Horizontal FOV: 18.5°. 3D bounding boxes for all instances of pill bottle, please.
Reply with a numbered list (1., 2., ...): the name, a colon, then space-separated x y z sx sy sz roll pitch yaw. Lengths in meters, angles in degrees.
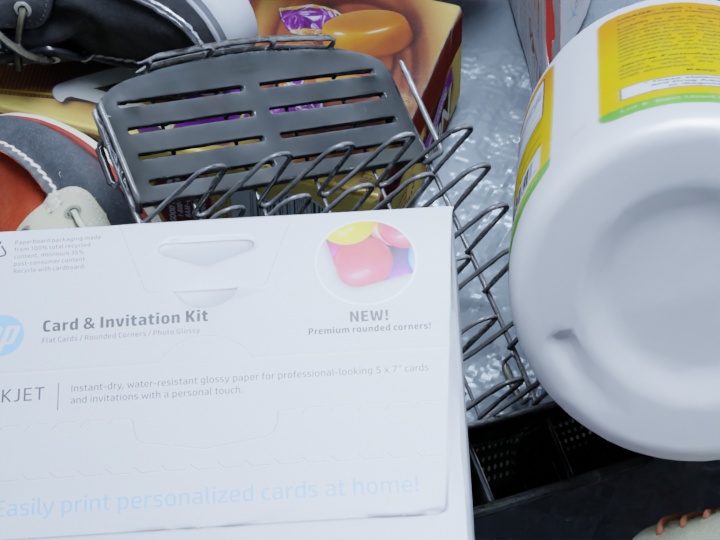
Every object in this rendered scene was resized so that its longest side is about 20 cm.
1. pill bottle: 0.107 -0.027 0.733 0.111 0.111 0.200 5 21 4

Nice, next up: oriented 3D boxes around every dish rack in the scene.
1. dish rack: 0.000 0.000 0.768 0.153 0.055 0.200 -11 69 -39

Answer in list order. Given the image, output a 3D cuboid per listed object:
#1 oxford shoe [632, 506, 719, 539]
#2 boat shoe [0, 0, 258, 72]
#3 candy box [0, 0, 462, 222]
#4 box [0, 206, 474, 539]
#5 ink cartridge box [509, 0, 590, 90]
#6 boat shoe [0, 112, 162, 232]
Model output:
1. oxford shoe: 0.117 0.090 0.673 0.200 0.071 0.074 -51 53 11
2. boat shoe: -0.135 -0.109 0.851 0.200 0.070 0.066 25 60 22
3. candy box: -0.070 -0.073 0.899 0.200 0.056 0.117 12 48 12
4. box: -0.044 0.077 0.641 0.156 0.041 0.200 -4 59 1
5. ink cartridge box: 0.083 -0.161 0.912 0.057 0.163 0.200 -11 48 -5
6. boat shoe: -0.101 0.013 0.802 0.063 0.071 0.200 -17 52 -41
